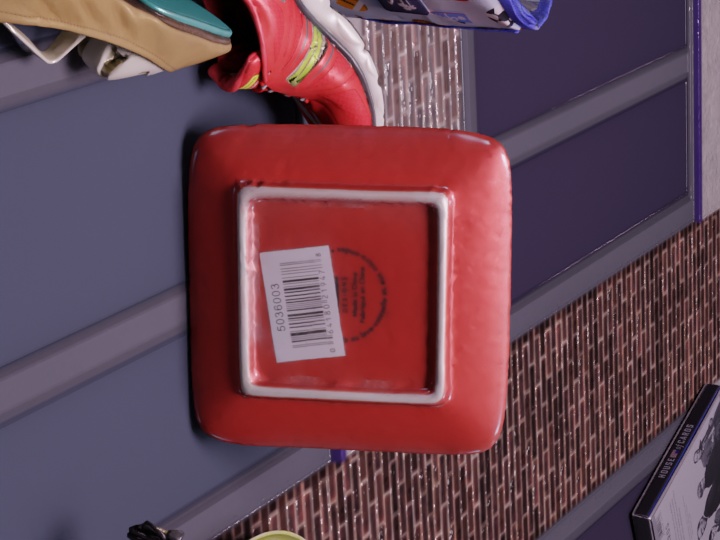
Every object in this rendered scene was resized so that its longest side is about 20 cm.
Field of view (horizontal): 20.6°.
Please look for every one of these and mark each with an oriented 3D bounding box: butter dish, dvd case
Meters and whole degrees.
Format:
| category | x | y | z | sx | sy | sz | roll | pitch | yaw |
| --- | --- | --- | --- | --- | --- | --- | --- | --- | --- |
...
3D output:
| category | x | y | z | sx | sy | sz | roll | pitch | yaw |
| --- | --- | --- | --- | --- | --- | --- | --- | --- | --- |
| butter dish | 0.000 | 0.000 | 1.244 | 0.148 | 0.197 | 0.202 | -57 | 148 | -74 |
| dvd case | 0.323 | 0.232 | 1.948 | 0.200 | 0.025 | 0.151 | -50 | 136 | -42 |

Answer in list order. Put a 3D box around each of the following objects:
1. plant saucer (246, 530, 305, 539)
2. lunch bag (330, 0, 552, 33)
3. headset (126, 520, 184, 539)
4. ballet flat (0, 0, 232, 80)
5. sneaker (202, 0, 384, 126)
| category | x | y | z | sx | sy | sz | roll | pitch | yaw |
| --- | --- | --- | --- | --- | --- | --- | --- | --- | --- |
| plant saucer | -0.078 | 0.266 | 1.278 | 0.199 | 0.031 | 0.202 | -16 | 109 | -57 |
| lunch bag | 0.027 | -0.242 | 1.218 | 0.124 | 0.169 | 0.202 | -45 | 133 | -41 |
| headset | -0.163 | 0.220 | 1.066 | 0.201 | 0.093 | 0.124 | -54 | 140 | -22 |
| ballet flat | -0.146 | -0.138 | 1.071 | 0.063 | 0.069 | 0.199 | -56 | 147 | 9 |
| sneaker | -0.055 | -0.134 | 1.213 | 0.085 | 0.077 | 0.201 | -54 | 133 | -22 |
